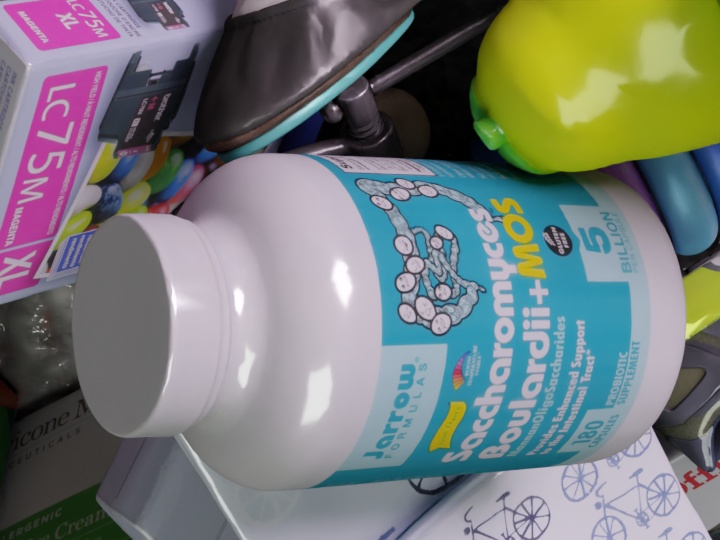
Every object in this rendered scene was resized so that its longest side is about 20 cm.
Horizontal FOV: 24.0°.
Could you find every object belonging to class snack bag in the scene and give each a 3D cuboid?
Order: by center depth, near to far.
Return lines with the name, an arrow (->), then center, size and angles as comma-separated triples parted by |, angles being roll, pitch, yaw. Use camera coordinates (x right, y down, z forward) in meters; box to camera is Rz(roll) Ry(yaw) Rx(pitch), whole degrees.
snack bag -> 0.041, 0.086, 0.670 | 0.021, 0.188, 0.201 | -11, 111, 58

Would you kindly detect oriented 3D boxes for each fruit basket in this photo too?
fruit basket -> 0.137, -0.104, 0.570 | 0.155, 0.216, 0.216 | 18, 131, -27

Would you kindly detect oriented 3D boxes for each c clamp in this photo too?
c clamp -> 0.000, 0.000, 0.710 | 0.170, 0.027, 0.200 | -24, 138, -8

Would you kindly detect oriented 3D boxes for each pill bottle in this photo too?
pill bottle -> 0.007, 0.017, 0.578 | 0.199, 0.111, 0.111 | -1, 139, -35

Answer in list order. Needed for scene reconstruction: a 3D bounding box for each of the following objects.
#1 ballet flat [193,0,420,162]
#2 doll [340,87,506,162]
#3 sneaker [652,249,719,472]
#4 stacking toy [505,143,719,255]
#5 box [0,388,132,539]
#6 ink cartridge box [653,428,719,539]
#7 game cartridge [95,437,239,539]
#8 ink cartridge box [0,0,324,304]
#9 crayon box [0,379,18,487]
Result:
ballet flat -> 0.003, -0.115, 0.612 | 0.068, 0.200, 0.069 | -6, 117, 53
doll -> 0.063, -0.012, 0.773 | 0.136, 0.049, 0.200 | -29, 121, 28
sneaker -> 0.199, 0.011, 0.723 | 0.200, 0.081, 0.074 | -36, 168, 18
stacking toy -> 0.162, -0.065, 0.690 | 0.199, 0.085, 0.086 | -29, 128, 3
box -> -0.078, 0.167, 0.855 | 0.198, 0.172, 0.200 | -27, 126, 23
ink cartridge box -> 0.237, 0.093, 0.844 | 0.200, 0.083, 0.146 | 35, 124, -28
game cartridge -> -0.010, 0.087, 0.707 | 0.200, 0.041, 0.134 | 30, 87, -41
ink cartridge box -> -0.071, -0.058, 0.657 | 0.200, 0.042, 0.120 | -21, 147, -45
crayon box -> -0.225, 0.099, 0.774 | 0.051, 0.201, 0.127 | -20, 130, 18
